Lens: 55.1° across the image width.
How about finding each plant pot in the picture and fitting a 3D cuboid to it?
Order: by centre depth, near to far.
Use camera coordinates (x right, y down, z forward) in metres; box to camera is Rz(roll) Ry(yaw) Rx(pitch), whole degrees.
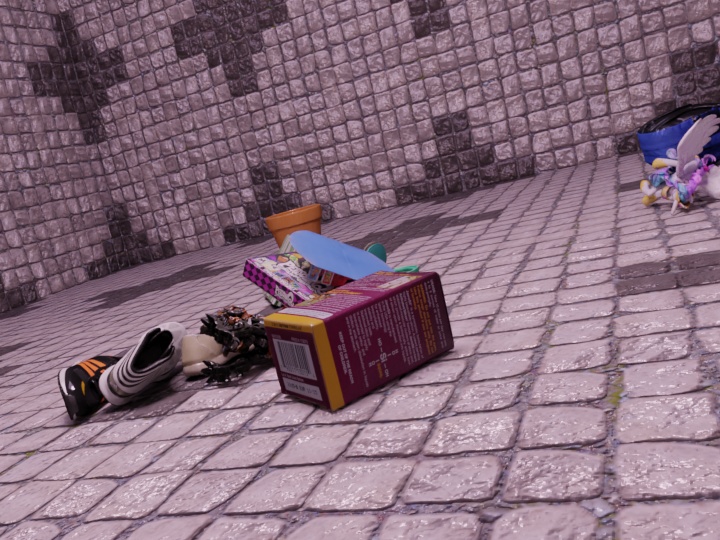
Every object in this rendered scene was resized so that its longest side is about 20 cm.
[{"bbox_3d":[-0.214,-0.132,2.338,0.194,0.144,0.200,-13,8,2],"label":"plant pot"}]

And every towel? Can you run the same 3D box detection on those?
[{"bbox_3d":[-0.173,-0.002,1.548,0.023,0.156,0.200,24,-1,-16],"label":"towel"}]

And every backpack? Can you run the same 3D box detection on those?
[{"bbox_3d":[0.852,-0.343,1.829,0.194,0.173,0.163,-18,6,-2],"label":"backpack"}]

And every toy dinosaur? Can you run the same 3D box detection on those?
[{"bbox_3d":[-0.162,0.097,1.014,0.197,0.106,0.134,-6,8,45],"label":"toy dinosaur"}]

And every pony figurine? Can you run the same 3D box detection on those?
[{"bbox_3d":[0.668,-0.198,1.405,0.193,0.166,0.200,-45,9,9],"label":"pony figurine"}]

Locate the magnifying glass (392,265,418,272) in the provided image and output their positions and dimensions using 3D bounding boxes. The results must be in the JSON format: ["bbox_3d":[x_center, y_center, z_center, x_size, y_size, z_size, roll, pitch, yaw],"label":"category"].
[{"bbox_3d":[0.027,0.019,1.434,0.194,0.023,0.080,-13,10,14],"label":"magnifying glass"}]

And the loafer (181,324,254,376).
[{"bbox_3d":[-0.221,0.109,1.132,0.074,0.070,0.199,-10,10,25],"label":"loafer"}]

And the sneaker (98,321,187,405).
[{"bbox_3d":[-0.302,0.122,1.059,0.114,0.076,0.201,-35,9,27],"label":"sneaker"}]

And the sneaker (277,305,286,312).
[{"bbox_3d":[-0.111,0.074,1.159,0.083,0.079,0.200,-18,8,8],"label":"sneaker"}]

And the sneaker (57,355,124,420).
[{"bbox_3d":[-0.405,0.167,1.068,0.088,0.072,0.200,-19,8,-11],"label":"sneaker"}]

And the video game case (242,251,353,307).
[{"bbox_3d":[-0.064,0.027,1.122,0.198,0.037,0.179,31,25,33],"label":"video game case"}]

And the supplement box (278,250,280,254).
[{"bbox_3d":[-0.122,-0.016,1.665,0.107,0.088,0.199,-18,9,-16],"label":"supplement box"}]

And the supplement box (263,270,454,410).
[{"bbox_3d":[-0.001,0.078,0.857,0.196,0.106,0.130,-21,11,-31],"label":"supplement box"}]

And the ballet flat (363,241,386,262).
[{"bbox_3d":[0.000,0.000,1.370,0.062,0.069,0.201,-15,20,22],"label":"ballet flat"}]

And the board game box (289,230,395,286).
[{"bbox_3d":[-0.030,-0.002,1.115,0.195,0.040,0.159,19,18,-19],"label":"board game box"}]
